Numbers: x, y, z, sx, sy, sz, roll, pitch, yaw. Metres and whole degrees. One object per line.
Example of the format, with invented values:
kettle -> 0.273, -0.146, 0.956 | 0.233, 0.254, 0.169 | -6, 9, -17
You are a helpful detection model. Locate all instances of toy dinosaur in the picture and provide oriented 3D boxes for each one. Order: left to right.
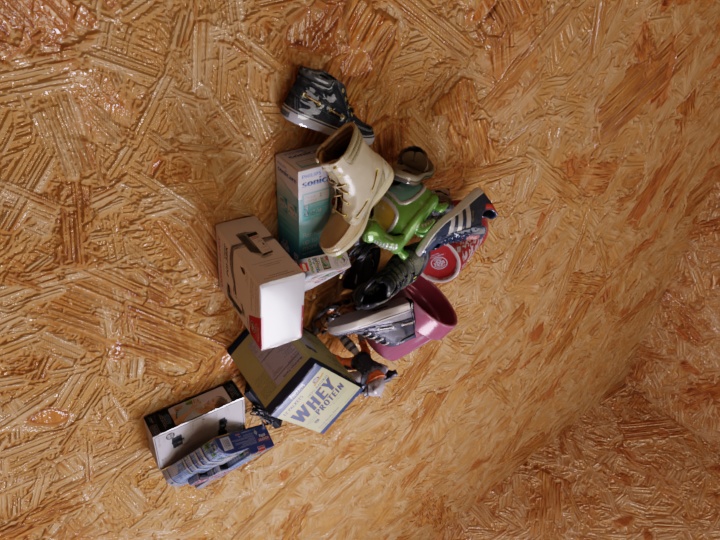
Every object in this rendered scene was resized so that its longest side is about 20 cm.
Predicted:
toy dinosaur -> -0.022, 0.096, 1.225 | 0.200, 0.103, 0.136 | -19, 152, 39

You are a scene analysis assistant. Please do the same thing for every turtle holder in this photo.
turtle holder -> 0.068, -0.102, 1.058 | 0.186, 0.132, 0.141 | -49, 176, -17

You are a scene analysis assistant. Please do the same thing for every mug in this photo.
mug -> 0.197, -0.049, 1.243 | 0.200, 0.133, 0.178 | -48, 170, -53

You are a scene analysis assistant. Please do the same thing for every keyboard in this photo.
keyboard -> -0.209, 0.305, 1.239 | 0.039, 0.104, 0.200 | -7, 141, 13

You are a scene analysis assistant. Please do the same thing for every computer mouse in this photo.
computer mouse -> 0.000, 0.000, 1.157 | 0.140, 0.046, 0.200 | -34, 163, -42

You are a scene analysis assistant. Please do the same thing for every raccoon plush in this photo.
raccoon plush -> 0.121, -0.104, 1.179 | 0.097, 0.134, 0.200 | 16, 110, -49

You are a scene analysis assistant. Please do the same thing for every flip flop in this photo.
flip flop -> 0.102, -0.214, 1.059 | 0.200, 0.081, 0.058 | -46, 150, -64

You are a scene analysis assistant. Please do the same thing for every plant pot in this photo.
plant pot -> 0.107, 0.118, 1.324 | 0.200, 0.200, 0.179 | 15, 126, -48

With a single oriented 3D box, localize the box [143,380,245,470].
box -> -0.351, 0.331, 1.158 | 0.200, 0.060, 0.117 | -20, 133, -30

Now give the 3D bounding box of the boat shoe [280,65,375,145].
boat shoe -> -0.037, -0.282, 0.936 | 0.200, 0.071, 0.091 | 5, 122, -43

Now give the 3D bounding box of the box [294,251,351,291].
box -> -0.115, 0.015, 1.039 | 0.110, 0.035, 0.200 | -13, 172, -36

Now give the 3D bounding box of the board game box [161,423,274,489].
board game box -> -0.326, 0.426, 1.188 | 0.200, 0.062, 0.200 | -35, 162, 14

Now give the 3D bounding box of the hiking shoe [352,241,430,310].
hiking shoe -> 0.072, 0.019, 1.121 | 0.200, 0.101, 0.076 | -42, 99, 4

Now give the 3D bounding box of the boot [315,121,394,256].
boot -> -0.034, -0.135, 0.921 | 0.200, 0.073, 0.155 | -55, 145, -3

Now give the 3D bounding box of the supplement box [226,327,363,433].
supplement box -> -0.138, 0.213, 1.149 | 0.134, 0.200, 0.200 | -48, 141, 1

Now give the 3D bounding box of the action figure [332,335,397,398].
action figure -> -0.018, 0.237, 1.284 | 0.200, 0.193, 0.105 | -25, 135, -26

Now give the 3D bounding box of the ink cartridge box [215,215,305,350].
ink cartridge box -> -0.181, 0.018, 0.950 | 0.083, 0.200, 0.147 | -16, 131, -29

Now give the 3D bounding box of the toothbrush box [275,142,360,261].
toothbrush box -> -0.076, -0.130, 1.017 | 0.146, 0.085, 0.201 | -21, 132, -31

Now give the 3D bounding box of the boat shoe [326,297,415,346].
boat shoe -> 0.031, 0.131, 1.168 | 0.199, 0.075, 0.093 | -16, 104, -10

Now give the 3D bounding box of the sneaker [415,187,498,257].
sneaker -> 0.199, -0.080, 1.080 | 0.200, 0.085, 0.075 | -42, 175, -15
